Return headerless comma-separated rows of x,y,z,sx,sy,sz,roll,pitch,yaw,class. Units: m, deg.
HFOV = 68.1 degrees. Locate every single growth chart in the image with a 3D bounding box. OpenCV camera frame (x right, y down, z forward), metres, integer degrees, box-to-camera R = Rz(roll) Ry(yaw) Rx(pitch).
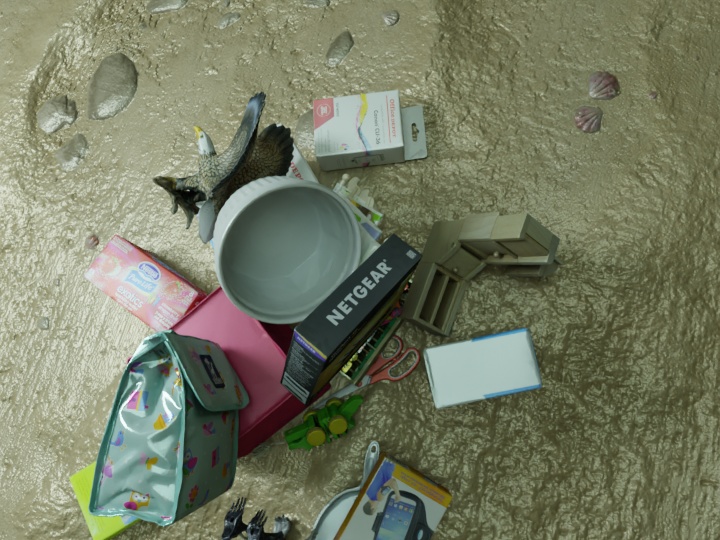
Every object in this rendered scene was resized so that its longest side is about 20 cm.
-0.021,-0.056,0.816,0.145,0.018,0.200,-50,43,18,growth chart

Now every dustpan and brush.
0.003,0.366,0.829,0.139,0.057,0.200,12,78,10,dustpan and brush

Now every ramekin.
-0.108,-0.037,0.741,0.200,0.200,0.105,-42,34,-4,ramekin

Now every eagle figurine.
-0.190,-0.151,0.772,0.200,0.151,0.152,-24,33,2,eagle figurine

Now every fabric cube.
-0.193,0.162,0.834,0.196,0.199,0.200,-38,75,-2,fabric cube

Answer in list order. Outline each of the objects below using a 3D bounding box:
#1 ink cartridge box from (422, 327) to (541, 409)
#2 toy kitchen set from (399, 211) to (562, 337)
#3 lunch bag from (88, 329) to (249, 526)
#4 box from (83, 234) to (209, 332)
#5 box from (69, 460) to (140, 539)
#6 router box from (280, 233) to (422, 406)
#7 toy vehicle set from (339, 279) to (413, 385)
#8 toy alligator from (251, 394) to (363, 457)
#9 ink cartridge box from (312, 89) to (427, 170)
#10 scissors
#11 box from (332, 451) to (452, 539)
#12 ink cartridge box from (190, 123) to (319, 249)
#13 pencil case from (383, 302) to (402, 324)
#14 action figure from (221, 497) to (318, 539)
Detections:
0.171,0.146,0.791,0.144,0.200,0.085,-13,79,5,ink cartridge box
0.208,0.029,0.837,0.163,0.200,0.181,29,75,-29,toy kitchen set
-0.216,0.176,0.642,0.122,0.170,0.201,4,79,9,lunch bag
-0.364,0.035,0.938,0.200,0.100,0.096,33,83,14,box
-0.368,0.346,0.890,0.200,0.048,0.122,-32,75,0,box
-0.013,0.065,0.695,0.052,0.157,0.200,38,56,12,router box
0.003,0.078,0.911,0.124,0.027,0.200,34,82,19,toy vehicle set
-0.077,0.267,0.870,0.200,0.059,0.054,-28,115,0,toy alligator
0.018,-0.258,0.976,0.199,0.068,0.117,-6,76,6,ink cartridge box
0.012,0.189,0.895,0.200,0.014,0.073,-42,76,-5,scissors
0.036,0.389,0.789,0.119,0.041,0.200,30,82,0,box
-0.169,-0.120,0.926,0.200,0.145,0.147,-30,74,0,ink cartridge box
0.000,0.000,0.874,0.088,0.088,0.200,-22,67,2,pencil case
-0.114,0.423,0.799,0.119,0.200,0.102,-4,38,40,action figure
